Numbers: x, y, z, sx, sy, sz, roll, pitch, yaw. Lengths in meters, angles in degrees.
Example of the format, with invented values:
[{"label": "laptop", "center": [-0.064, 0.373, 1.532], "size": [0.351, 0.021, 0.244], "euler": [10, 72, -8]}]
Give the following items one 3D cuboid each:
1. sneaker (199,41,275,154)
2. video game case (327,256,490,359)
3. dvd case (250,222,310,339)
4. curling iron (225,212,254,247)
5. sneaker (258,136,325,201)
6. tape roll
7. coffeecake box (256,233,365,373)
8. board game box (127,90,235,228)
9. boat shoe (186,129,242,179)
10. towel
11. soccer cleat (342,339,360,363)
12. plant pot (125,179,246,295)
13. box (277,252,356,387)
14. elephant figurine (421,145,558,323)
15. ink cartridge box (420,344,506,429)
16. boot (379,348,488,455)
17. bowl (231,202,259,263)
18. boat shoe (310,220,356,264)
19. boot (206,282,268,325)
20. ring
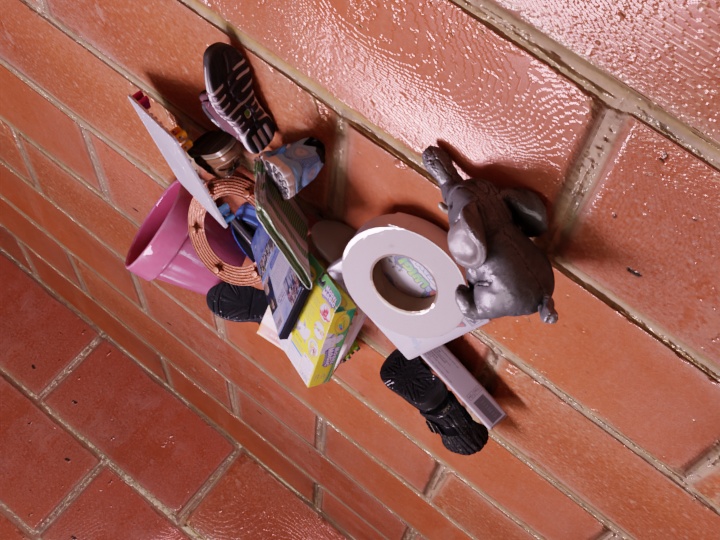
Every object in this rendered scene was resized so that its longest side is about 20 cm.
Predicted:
[{"label": "sneaker", "center": [-0.208, -0.259, 1.485], "size": [0.115, 0.076, 0.200], "euler": [30, 156, 35]}, {"label": "video game case", "center": [0.072, 0.032, 1.529], "size": [0.200, 0.024, 0.182], "euler": [47, 133, -13]}, {"label": "dvd case", "center": [-0.131, -0.009, 1.645], "size": [0.143, 0.017, 0.200], "euler": [118, 141, -46]}, {"label": "curling iron", "center": [-0.166, -0.036, 1.789], "size": [0.200, 0.026, 0.050], "euler": [45, 137, 6]}, {"label": "sneaker", "center": [-0.089, -0.151, 1.476], "size": [0.079, 0.090, 0.200], "euler": [62, 174, -14]}, {"label": "tape roll", "center": [0.068, 0.009, 1.470], "size": [0.202, 0.037, 0.203], "euler": [17, 132, 19]}, {"label": "coffeecake box", "center": [-0.070, 0.064, 1.723], "size": [0.153, 0.073, 0.200], "euler": [32, 130, 6]}, {"label": "board game box", "center": [-0.295, -0.186, 1.683], "size": [0.200, 0.026, 0.200], "euler": [42, 164, 45]}, {"label": "boat shoe", "center": [-0.221, -0.188, 1.646], "size": [0.068, 0.072, 0.200], "euler": [50, 170, -20]}, {"label": "towel", "center": [-0.115, -0.080, 1.535], "size": [0.153, 0.023, 0.200], "euler": [58, -169, -28]}, {"label": "soccer cleat", "center": [-0.061, 0.143, 1.889], "size": [0.081, 0.068, 0.200], "euler": [48, -165, 6]}, {"label": "plant pot", "center": [-0.321, -0.045, 1.936], "size": [0.179, 0.200, 0.200], "euler": [33, 162, -21]}, {"label": "box", "center": [-0.070, 0.076, 1.620], "size": [0.117, 0.048, 0.200], "euler": [53, 142, 33]}, {"label": "elephant figurine", "center": [0.153, -0.047, 1.220], "size": [0.155, 0.142, 0.201], "euler": [-8, 115, 26]}, {"label": "ink cartridge box", "center": [0.148, 0.165, 1.717], "size": [0.200, 0.044, 0.174], "euler": [47, 180, -13]}, {"label": "boot", "center": [0.126, 0.231, 1.786], "size": [0.158, 0.079, 0.211], "euler": [47, 179, -29]}, {"label": "bowl", "center": [-0.155, -0.038, 1.850], "size": [0.200, 0.039, 0.201], "euler": [35, 157, 17]}, {"label": "boat shoe", "center": [0.001, 0.000, 1.613], "size": [0.201, 0.070, 0.072], "euler": [36, 150, 7]}, {"label": "boot", "center": [-0.189, 0.077, 1.949], "size": [0.198, 0.074, 0.162], "euler": [3, 167, 0]}, {"label": "ring", "center": [-0.223, -0.067, 1.780], "size": [0.200, 0.019, 0.201], "euler": [9, 110, 26]}]
